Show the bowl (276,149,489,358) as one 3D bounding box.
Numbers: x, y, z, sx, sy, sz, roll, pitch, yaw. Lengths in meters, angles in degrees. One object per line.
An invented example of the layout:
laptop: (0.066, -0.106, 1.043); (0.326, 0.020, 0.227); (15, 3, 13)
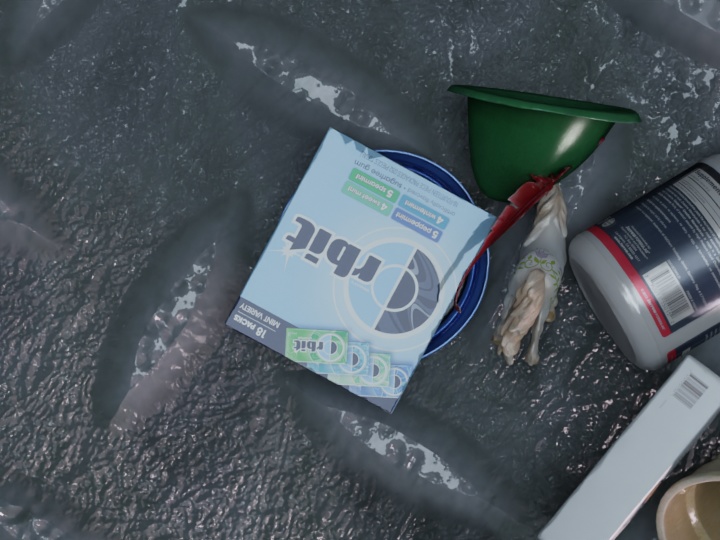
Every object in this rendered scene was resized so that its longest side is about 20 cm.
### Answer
bowl: (0.019, -0.012, 1.245); (0.200, 0.039, 0.201); (0, 91, 0)

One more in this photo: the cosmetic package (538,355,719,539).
cosmetic package: (0.243, 0.173, 1.183); (0.052, 0.151, 0.200); (40, 91, 14)

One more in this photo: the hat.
hat: (0.140, -0.067, 1.189); (0.200, 0.166, 0.176); (2, 102, -29)

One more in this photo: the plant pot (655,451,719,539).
plant pot: (0.386, 0.191, 1.163); (0.200, 0.200, 0.183); (43, 54, 0)

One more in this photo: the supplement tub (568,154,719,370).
supplement tub: (0.301, -0.015, 1.195); (0.200, 0.140, 0.140); (-31, 90, 0)

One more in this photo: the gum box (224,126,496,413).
gum box: (0.000, 0.000, 1.204); (0.170, 0.045, 0.200); (28, 89, -1)

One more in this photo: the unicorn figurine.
unicorn figurine: (0.156, -0.006, 1.210); (0.074, 0.200, 0.137); (5, 118, -5)
